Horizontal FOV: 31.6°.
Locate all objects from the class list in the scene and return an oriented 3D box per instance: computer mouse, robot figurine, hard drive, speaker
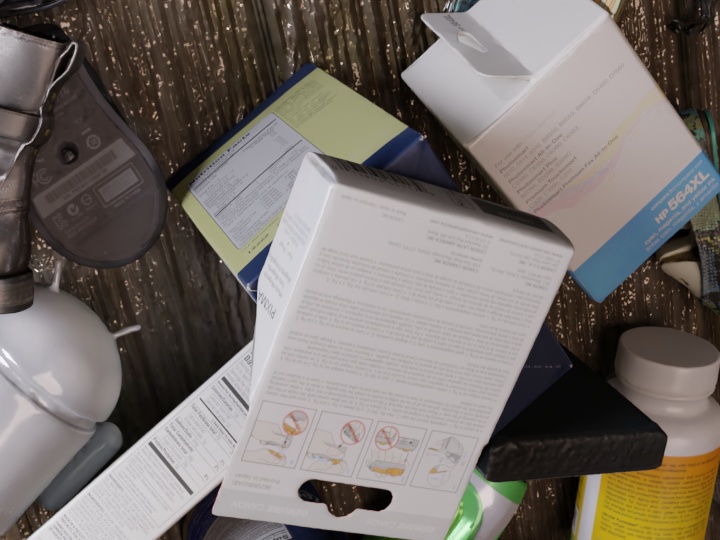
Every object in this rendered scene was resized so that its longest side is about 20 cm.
[{"bbox_3d":[-0.191,-0.097,0.802,0.137,0.053,0.202,-30,107,-7],"label":"computer mouse"},{"bbox_3d":[-0.232,0.090,0.818,0.200,0.113,0.169,-48,126,1],"label":"robot figurine"},{"bbox_3d":[0.108,0.085,0.915,0.138,0.200,0.033,0,111,-23],"label":"hard drive"},{"bbox_3d":[0.044,0.225,1.010,0.088,0.088,0.201,36,94,-31],"label":"speaker"}]

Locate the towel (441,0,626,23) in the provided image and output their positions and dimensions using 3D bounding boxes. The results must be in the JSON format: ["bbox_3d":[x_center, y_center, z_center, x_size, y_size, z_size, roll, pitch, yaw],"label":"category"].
[{"bbox_3d":[0.149,-0.249,0.902,0.145,0.022,0.203,13,105,-27],"label":"towel"}]

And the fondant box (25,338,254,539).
[{"bbox_3d":[-0.122,0.128,0.862,0.199,0.144,0.058,-40,90,-3],"label":"fondant box"}]

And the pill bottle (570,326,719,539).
[{"bbox_3d":[0.240,0.155,1.052,0.109,0.111,0.203,-4,112,-22],"label":"pill bottle"}]

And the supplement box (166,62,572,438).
[{"bbox_3d":[0.000,0.000,0.833,0.134,0.200,0.201,-39,120,-4],"label":"supplement box"}]

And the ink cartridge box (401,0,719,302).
[{"bbox_3d":[0.133,-0.105,0.877,0.125,0.129,0.200,-41,125,5],"label":"ink cartridge box"}]

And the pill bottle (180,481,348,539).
[{"bbox_3d":[-0.053,0.223,0.900,0.110,0.200,0.114,-8,114,-20],"label":"pill bottle"}]

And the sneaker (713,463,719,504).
[{"bbox_3d":[0.398,0.196,1.162,0.199,0.075,0.115,36,93,-36],"label":"sneaker"}]

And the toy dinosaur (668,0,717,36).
[{"bbox_3d":[0.268,-0.221,0.945,0.088,0.047,0.201,-40,131,-5],"label":"toy dinosaur"}]

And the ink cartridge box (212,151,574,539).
[{"bbox_3d":[0.012,0.049,0.720,0.161,0.057,0.202,13,113,-27],"label":"ink cartridge box"}]

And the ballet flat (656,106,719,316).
[{"bbox_3d":[0.263,-0.036,1.022,0.073,0.074,0.202,-26,117,-12],"label":"ballet flat"}]

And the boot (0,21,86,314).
[{"bbox_3d":[-0.261,-0.076,0.742,0.197,0.069,0.177,10,103,4],"label":"boot"}]
